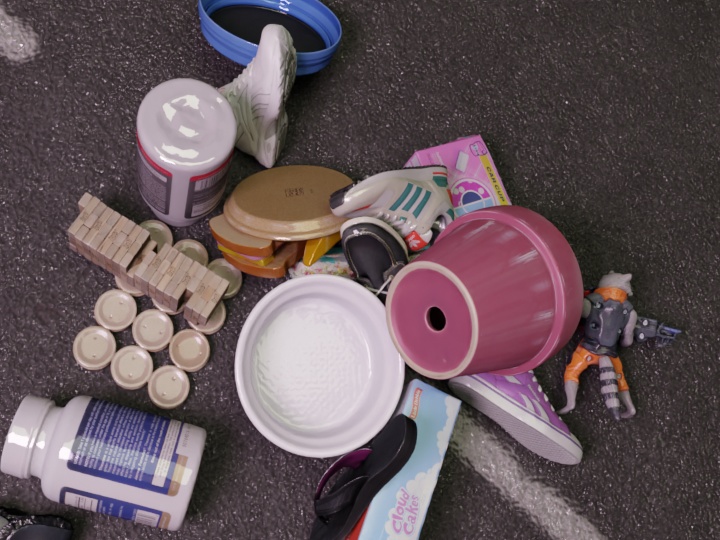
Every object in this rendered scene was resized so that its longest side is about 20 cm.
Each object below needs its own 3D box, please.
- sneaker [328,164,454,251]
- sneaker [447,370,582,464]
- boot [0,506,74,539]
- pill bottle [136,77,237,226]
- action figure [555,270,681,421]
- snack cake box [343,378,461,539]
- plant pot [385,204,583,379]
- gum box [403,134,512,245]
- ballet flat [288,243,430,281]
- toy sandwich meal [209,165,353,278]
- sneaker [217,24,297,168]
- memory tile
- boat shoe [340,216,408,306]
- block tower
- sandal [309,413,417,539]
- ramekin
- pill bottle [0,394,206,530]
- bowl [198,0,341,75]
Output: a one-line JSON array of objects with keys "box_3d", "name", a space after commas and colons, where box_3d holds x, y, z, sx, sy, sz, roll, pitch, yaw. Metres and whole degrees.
[{"box_3d": [0.049, -0.070, 0.964, 0.197, 0.070, 0.096, -14, 85, -46], "name": "sneaker"}, {"box_3d": [0.222, 0.157, 1.038, 0.199, 0.073, 0.115, 37, 63, -1], "name": "sneaker"}, {"box_3d": [-0.327, 0.342, 0.812, 0.195, 0.077, 0.172, 18, 72, -3], "name": "boot"}, {"box_3d": [-0.208, -0.126, 0.937, 0.108, 0.200, 0.114, 5, 70, -14], "name": "pill bottle"}, {"box_3d": [0.351, 0.099, 1.073, 0.194, 0.105, 0.199, 5, 86, -3], "name": "action figure"}, {"box_3d": [0.044, 0.242, 0.933, 0.066, 0.115, 0.204, 24, 67, -6], "name": "snack cake box"}, {"box_3d": [0.129, 0.036, 0.916, 0.177, 0.199, 0.204, -16, 75, -46], "name": "plant pot"}, {"box_3d": [0.142, -0.081, 1.091, 0.111, 0.066, 0.204, -17, 77, -26], "name": "gum box"}, {"box_3d": [0.000, 0.000, 1.037, 0.194, 0.076, 0.066, -4, 105, -13], "name": "ballet flat"}, {"box_3d": [-0.085, -0.064, 1.004, 0.199, 0.072, 0.207, -1, 31, 0], "name": "toy sandwich meal"}, {"box_3d": [-0.137, -0.220, 0.998, 0.097, 0.203, 0.079, 17, 45, 0], "name": "sneaker"}, {"box_3d": [-0.242, 0.051, 0.969, 0.151, 0.017, 0.204, 26, 66, -6], "name": "memory tile"}, {"box_3d": [0.031, 0.013, 0.965, 0.070, 0.202, 0.069, -16, 47, 12], "name": "boat shoe"}, {"box_3d": [-0.255, -0.009, 0.947, 0.197, 0.054, 0.058, 33, 65, -3], "name": "block tower"}, {"box_3d": [-0.010, 0.228, 0.877, 0.047, 0.202, 0.076, 28, 24, -16], "name": "sandal"}, {"box_3d": [-0.053, 0.111, 0.941, 0.195, 0.098, 0.207, 1, 83, -12], "name": "ramekin"}, {"box_3d": [-0.273, 0.201, 0.858, 0.195, 0.111, 0.114, 18, 68, -10], "name": "pill bottle"}, {"box_3d": [-0.123, -0.331, 1.076, 0.195, 0.040, 0.203, 12, 41, -11], "name": "bowl"}]
